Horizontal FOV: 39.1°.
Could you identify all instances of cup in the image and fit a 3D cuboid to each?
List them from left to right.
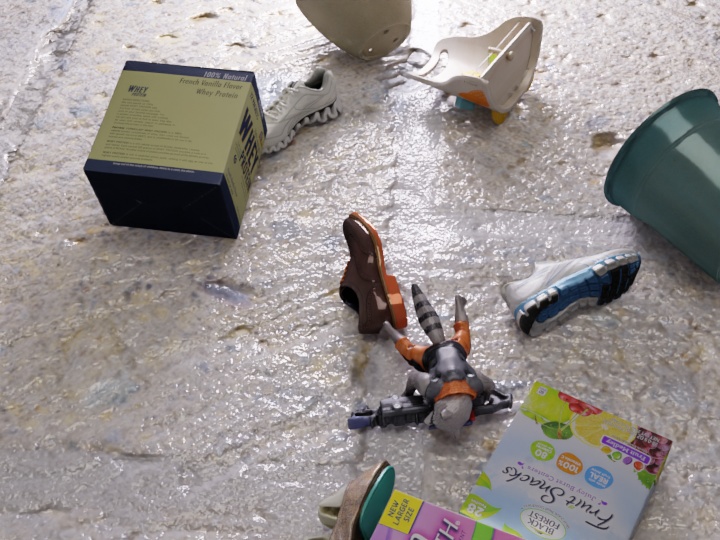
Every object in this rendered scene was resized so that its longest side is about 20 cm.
[{"bbox_3d":[0.008,-0.442,1.711,0.199,0.200,0.144,-23,75,-19],"label":"cup"}]

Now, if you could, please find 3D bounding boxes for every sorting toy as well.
[{"bbox_3d":[0.175,-0.328,1.642,0.179,0.107,0.200,18,49,29],"label":"sorting toy"}]

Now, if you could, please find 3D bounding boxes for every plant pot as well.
[{"bbox_3d":[0.463,-0.101,1.347,0.199,0.201,0.197,-25,58,-21],"label":"plant pot"}]

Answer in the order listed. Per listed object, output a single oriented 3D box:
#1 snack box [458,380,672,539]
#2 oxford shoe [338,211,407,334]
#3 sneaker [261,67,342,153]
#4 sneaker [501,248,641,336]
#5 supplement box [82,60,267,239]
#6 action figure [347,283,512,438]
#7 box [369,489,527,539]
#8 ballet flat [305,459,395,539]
[{"bbox_3d":[0.222,0.238,1.097,0.168,0.068,0.200,22,52,21],"label":"snack box"},{"bbox_3d":[0.000,0.000,1.340,0.072,0.072,0.201,-16,47,-7],"label":"oxford shoe"},{"bbox_3d":[-0.115,-0.252,1.585,0.200,0.081,0.075,-37,56,-27],"label":"sneaker"},{"bbox_3d":[0.272,0.007,1.321,0.199,0.075,0.087,-20,42,-17],"label":"sneaker"},{"bbox_3d":[-0.256,-0.174,1.446,0.198,0.135,0.201,7,59,8],"label":"supplement box"},{"bbox_3d":[0.073,0.118,1.198,0.198,0.105,0.194,-12,41,-8],"label":"action figure"},{"bbox_3d":[0.089,0.339,0.981,0.198,0.097,0.176,17,48,19],"label":"box"},{"bbox_3d":[-0.022,0.279,1.069,0.067,0.068,0.201,7,44,19],"label":"ballet flat"}]
